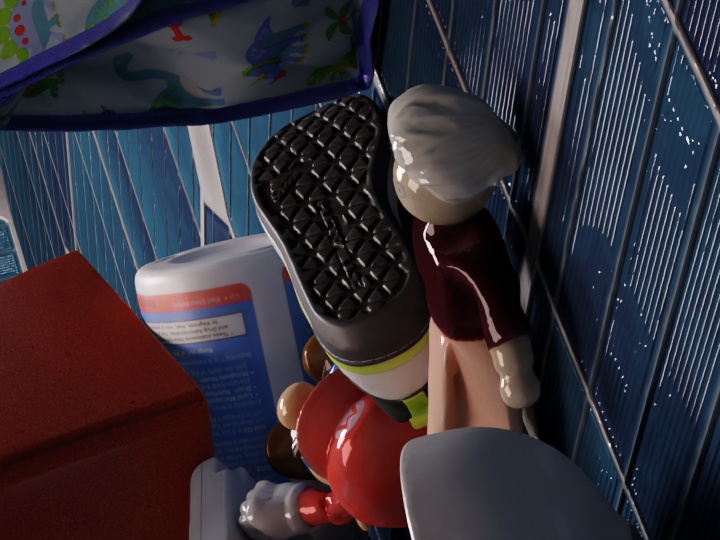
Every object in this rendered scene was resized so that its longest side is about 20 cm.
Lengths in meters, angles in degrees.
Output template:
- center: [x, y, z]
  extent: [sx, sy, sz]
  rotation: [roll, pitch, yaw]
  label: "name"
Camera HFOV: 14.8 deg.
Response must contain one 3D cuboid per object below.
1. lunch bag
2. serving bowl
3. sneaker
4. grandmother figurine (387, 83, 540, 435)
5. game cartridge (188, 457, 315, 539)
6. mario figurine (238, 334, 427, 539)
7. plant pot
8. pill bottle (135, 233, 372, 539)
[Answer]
- center: [-0.107, -0.159, 1.291]
  extent: [0.127, 0.200, 0.170]
  rotation: [95, 159, -60]
  label: "lunch bag"
- center: [0.084, 0.142, 0.999]
  extent: [0.200, 0.066, 0.200]
  rotation: [-23, -90, -82]
  label: "serving bowl"
- center: [0.000, 0.000, 1.276]
  extent: [0.200, 0.072, 0.083]
  rotation: [-101, -14, -52]
  label: "sneaker"
- center: [0.044, 0.017, 1.131]
  extent: [0.121, 0.061, 0.200]
  rotation: [43, 149, 55]
  label: "grandmother figurine"
- center: [-0.020, 0.200, 1.435]
  extent: [0.200, 0.042, 0.133]
  rotation: [48, -158, -25]
  label: "game cartridge"
- center: [-0.016, 0.069, 1.367]
  extent: [0.200, 0.106, 0.123]
  rotation: [-169, 66, -80]
  label: "mario figurine"
- center: [-0.195, 0.133, 1.530]
  extent: [0.200, 0.176, 0.200]
  rotation: [42, 141, 53]
  label: "plant pot"
- center: [-0.051, 0.084, 1.536]
  extent: [0.112, 0.112, 0.200]
  rotation: [-162, 59, -77]
  label: "pill bottle"
